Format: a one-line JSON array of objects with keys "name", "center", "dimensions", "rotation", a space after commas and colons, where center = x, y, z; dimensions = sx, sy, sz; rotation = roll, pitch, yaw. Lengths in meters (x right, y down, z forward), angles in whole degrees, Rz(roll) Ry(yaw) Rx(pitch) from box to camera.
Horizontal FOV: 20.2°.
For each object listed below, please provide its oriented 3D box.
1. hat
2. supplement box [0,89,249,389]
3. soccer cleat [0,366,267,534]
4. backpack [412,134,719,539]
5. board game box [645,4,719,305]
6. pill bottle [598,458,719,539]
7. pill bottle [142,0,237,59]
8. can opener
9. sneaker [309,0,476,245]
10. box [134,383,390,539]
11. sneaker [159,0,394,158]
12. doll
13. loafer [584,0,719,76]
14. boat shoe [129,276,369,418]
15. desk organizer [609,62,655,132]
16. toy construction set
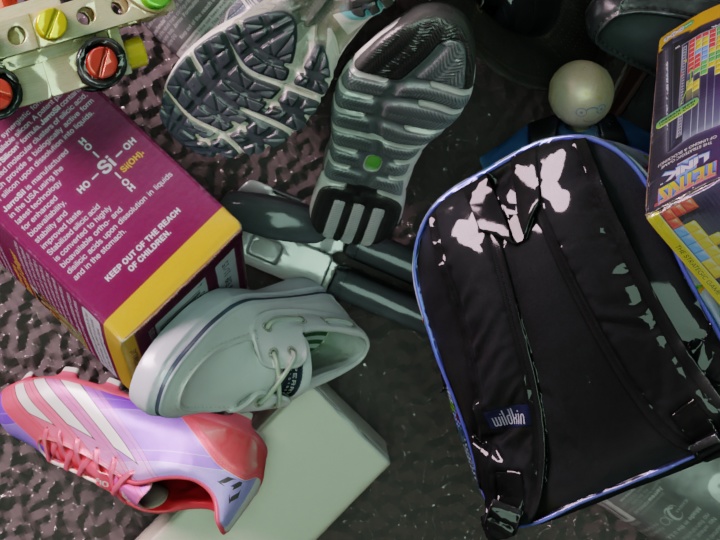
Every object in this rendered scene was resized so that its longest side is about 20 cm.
[{"name": "hat", "center": [0.070, -0.187, 1.268], "dimensions": [0.081, 0.200, 0.201], "rotation": [-26, 98, 41]}, {"name": "supplement box", "center": [-0.171, -0.037, 1.227], "dimensions": [0.200, 0.131, 0.103], "rotation": [43, 77, 11]}, {"name": "soccer cleat", "center": [-0.152, 0.114, 1.273], "dimensions": [0.199, 0.067, 0.077], "rotation": [8, 59, 23]}, {"name": "backpack", "center": [0.132, 0.028, 1.178], "dimensions": [0.182, 0.147, 0.201], "rotation": [-25, 83, 23]}, {"name": "board game box", "center": [0.242, -0.029, 1.149], "dimensions": [0.056, 0.166, 0.200], "rotation": [-28, 121, 30]}, {"name": "pill bottle", "center": [0.242, 0.143, 1.300], "dimensions": [0.199, 0.114, 0.114], "rotation": [33, 94, -5]}, {"name": "pill bottle", "center": [-0.117, -0.215, 1.250], "dimensions": [0.200, 0.116, 0.116], "rotation": [44, 93, -6]}, {"name": "can opener", "center": [0.000, 0.000, 1.300], "dimensions": [0.199, 0.067, 0.054], "rotation": [23, 96, 3]}, {"name": "sneaker", "center": [0.015, -0.117, 1.224], "dimensions": [0.074, 0.116, 0.200], "rotation": [15, 139, -12]}, {"name": "box", "center": [-0.076, 0.162, 1.315], "dimensions": [0.200, 0.068, 0.082], "rotation": [-44, 95, 3]}, {"name": "sneaker", "center": [-0.036, -0.146, 1.171], "dimensions": [0.078, 0.086, 0.200], "rotation": [42, 109, -17]}, {"name": "doll", "center": [0.138, -0.050, 1.258], "dimensions": [0.135, 0.049, 0.201], "rotation": [-7, 133, -1]}, {"name": "loafer", "center": [0.231, -0.126, 1.221], "dimensions": [0.199, 0.068, 0.071], "rotation": [13, 56, -16]}, {"name": "boat shoe", "center": [-0.058, 0.049, 1.218], "dimensions": [0.067, 0.200, 0.074], "rotation": [31, 119, 20]}, {"name": "desk organizer", "center": [0.251, -0.065, 1.297], "dimensions": [0.199, 0.077, 0.072], "rotation": [27, 94, -4]}, {"name": "toy construction set", "center": [-0.190, -0.159, 1.151], "dimensions": [0.198, 0.092, 0.132], "rotation": [-16, 96, 1]}]
